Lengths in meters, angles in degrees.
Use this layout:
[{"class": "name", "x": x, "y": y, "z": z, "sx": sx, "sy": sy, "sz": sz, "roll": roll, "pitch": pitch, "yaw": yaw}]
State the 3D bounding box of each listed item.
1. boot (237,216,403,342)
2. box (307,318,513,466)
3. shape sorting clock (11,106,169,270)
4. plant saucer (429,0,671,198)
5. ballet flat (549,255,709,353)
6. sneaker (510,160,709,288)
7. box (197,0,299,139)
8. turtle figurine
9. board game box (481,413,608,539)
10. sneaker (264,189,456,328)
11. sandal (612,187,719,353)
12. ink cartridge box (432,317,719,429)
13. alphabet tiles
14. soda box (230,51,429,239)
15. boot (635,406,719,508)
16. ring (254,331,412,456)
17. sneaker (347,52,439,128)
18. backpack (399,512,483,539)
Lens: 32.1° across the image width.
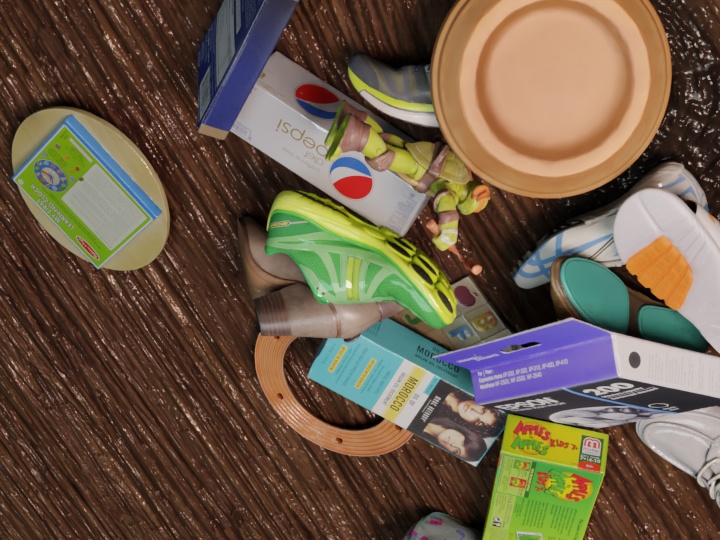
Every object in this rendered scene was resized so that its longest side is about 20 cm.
[{"class": "boot", "x": -0.040, "y": 0.000, "z": 1.237, "sx": 0.145, "sy": 0.201, "sz": 0.071, "roll": -12, "pitch": 131, "yaw": -7}, {"class": "box", "x": 0.052, "y": 0.114, "z": 1.264, "sx": 0.199, "sy": 0.049, "sz": 0.083, "roll": 28, "pitch": 125, "yaw": -4}, {"class": "shape sorting clock", "x": -0.290, "y": -0.087, "z": 1.344, "sx": 0.198, "sy": 0.039, "sz": 0.201, "roll": 13, "pitch": 127, "yaw": 18}, {"class": "plant saucer", "x": 0.156, "y": -0.156, "z": 1.016, "sx": 0.198, "sy": 0.037, "sz": 0.202, "roll": 0, "pitch": 103, "yaw": 1}, {"class": "ballet flat", "x": 0.223, "y": 0.042, "z": 1.114, "sx": 0.199, "sy": 0.068, "sz": 0.072, "roll": 18, "pitch": 157, "yaw": -32}, {"class": "sneaker", "x": 0.216, "y": -0.024, "z": 1.106, "sx": 0.199, "sy": 0.072, "sz": 0.073, "roll": -31, "pitch": 91, "yaw": 38}, {"class": "box", "x": -0.095, "y": -0.227, "z": 1.102, "sx": 0.032, "sy": 0.122, "sz": 0.200, "roll": 14, "pitch": 134, "yaw": -21}, {"class": "turtle figurine", "x": 0.050, "y": -0.083, "z": 1.058, "sx": 0.160, "sy": 0.201, "sz": 0.065, "roll": 25, "pitch": 121, "yaw": -15}, {"class": "board game box", "x": 0.183, "y": 0.232, "z": 1.271, "sx": 0.101, "sy": 0.048, "sz": 0.201, "roll": 11, "pitch": 138, "yaw": 7}, {"class": "sneaker", "x": 0.000, "y": 0.000, "z": 1.137, "sx": 0.199, "sy": 0.074, "sz": 0.084, "roll": 31, "pitch": 107, "yaw": 15}, {"class": "sandal", "x": 0.287, "y": 0.002, "z": 1.041, "sx": 0.207, "sy": 0.059, "sz": 0.079, "roll": 46, "pitch": 136, "yaw": -18}, {"class": "ink cartridge box", "x": 0.197, "y": 0.097, "z": 1.113, "sx": 0.199, "sy": 0.044, "sz": 0.198, "roll": 15, "pitch": 159, "yaw": -29}, {"class": "alphabet tiles", "x": 0.068, "y": 0.082, "z": 1.294, "sx": 0.199, "sy": 0.006, "sz": 0.167, "roll": -29, "pitch": 104, "yaw": 38}, {"class": "soda box", "x": -0.022, "y": -0.117, "z": 1.169, "sx": 0.199, "sy": 0.068, "sz": 0.064, "roll": 34, "pitch": 130, "yaw": 3}, {"class": "boot", "x": 0.347, "y": 0.191, "z": 1.166, "sx": 0.198, "sy": 0.096, "sz": 0.074, "roll": 18, "pitch": 127, "yaw": 15}, {"class": "ring", "x": -0.023, "y": 0.116, "z": 1.349, "sx": 0.199, "sy": 0.019, "sz": 0.202, "roll": 13, "pitch": 126, "yaw": 18}, {"class": "sneaker", "x": 0.083, "y": -0.165, "z": 1.095, "sx": 0.198, "sy": 0.074, "sz": 0.082, "roll": 19, "pitch": 108, "yaw": 16}, {"class": "backpack", "x": 0.122, "y": 0.361, "z": 1.369, "sx": 0.199, "sy": 0.167, "sz": 0.128, "roll": 25, "pitch": 109, "yaw": 14}]
